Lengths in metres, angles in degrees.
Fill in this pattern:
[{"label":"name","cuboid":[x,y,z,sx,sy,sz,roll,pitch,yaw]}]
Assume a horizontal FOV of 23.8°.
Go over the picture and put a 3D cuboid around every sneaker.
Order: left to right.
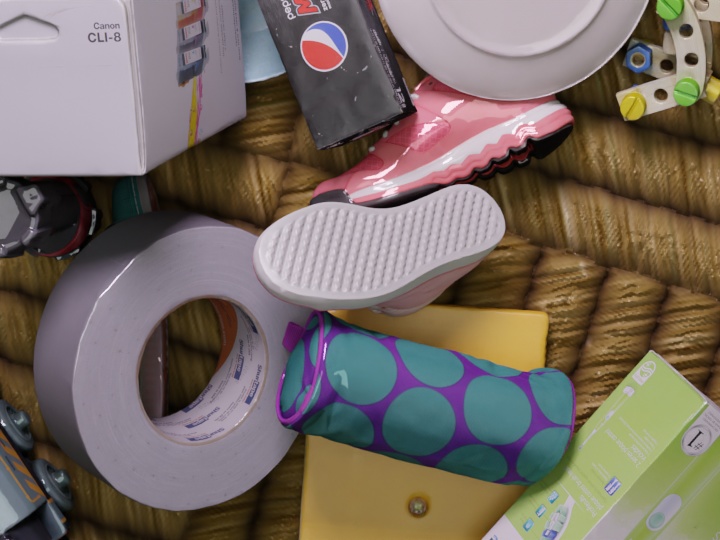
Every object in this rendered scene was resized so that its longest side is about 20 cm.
[{"label":"sneaker","cuboid":[-0.182,0.030,1.244,0.079,0.071,0.202,0,95,-1]},{"label":"sneaker","cuboid":[0.000,0.000,1.188,0.199,0.105,0.076,-13,72,-34]},{"label":"sneaker","cuboid":[0.050,-0.097,1.235,0.198,0.074,0.088,-22,78,1]}]

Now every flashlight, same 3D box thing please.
[{"label":"flashlight","cuboid":[-0.230,-0.036,1.177,0.067,0.200,0.068,12,95,3]}]

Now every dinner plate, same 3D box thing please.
[{"label":"dinner plate","cuboid":[0.107,-0.212,1.156,0.198,0.024,0.202,-2,109,-5]}]

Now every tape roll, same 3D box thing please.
[{"label":"tape roll","cuboid":[-0.125,0.062,1.192,0.199,0.066,0.203,-10,107,-34]}]

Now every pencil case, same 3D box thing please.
[{"label":"pencil case","cuboid":[0.044,0.089,1.181,0.198,0.093,0.086,16,120,-17]}]

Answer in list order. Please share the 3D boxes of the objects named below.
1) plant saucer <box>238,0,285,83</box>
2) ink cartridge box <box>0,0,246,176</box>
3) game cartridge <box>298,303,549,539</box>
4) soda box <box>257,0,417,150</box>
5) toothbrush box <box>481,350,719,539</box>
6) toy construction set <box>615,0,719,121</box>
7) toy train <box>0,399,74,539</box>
[{"label":"plant saucer","cuboid":[-0.091,-0.237,1.238,0.199,0.039,0.204,0,95,2]},{"label":"ink cartridge box","cuboid":[-0.177,-0.151,1.128,0.144,0.200,0.146,0,105,16]},{"label":"game cartridge","cuboid":[0.046,0.125,1.261,0.174,0.032,0.202,5,91,3]},{"label":"soda box","cuboid":[-0.032,-0.188,1.181,0.070,0.063,0.202,-22,91,14]},{"label":"toothbrush box","cuboid":[0.200,0.183,1.201,0.145,0.086,0.200,39,97,-29]},{"label":"toy construction set","cuboid":[0.283,-0.160,1.191,0.198,0.092,0.133,5,111,2]},{"label":"toy train","cuboid":[-0.282,0.133,1.234,0.085,0.114,0.201,-33,92,5]}]
